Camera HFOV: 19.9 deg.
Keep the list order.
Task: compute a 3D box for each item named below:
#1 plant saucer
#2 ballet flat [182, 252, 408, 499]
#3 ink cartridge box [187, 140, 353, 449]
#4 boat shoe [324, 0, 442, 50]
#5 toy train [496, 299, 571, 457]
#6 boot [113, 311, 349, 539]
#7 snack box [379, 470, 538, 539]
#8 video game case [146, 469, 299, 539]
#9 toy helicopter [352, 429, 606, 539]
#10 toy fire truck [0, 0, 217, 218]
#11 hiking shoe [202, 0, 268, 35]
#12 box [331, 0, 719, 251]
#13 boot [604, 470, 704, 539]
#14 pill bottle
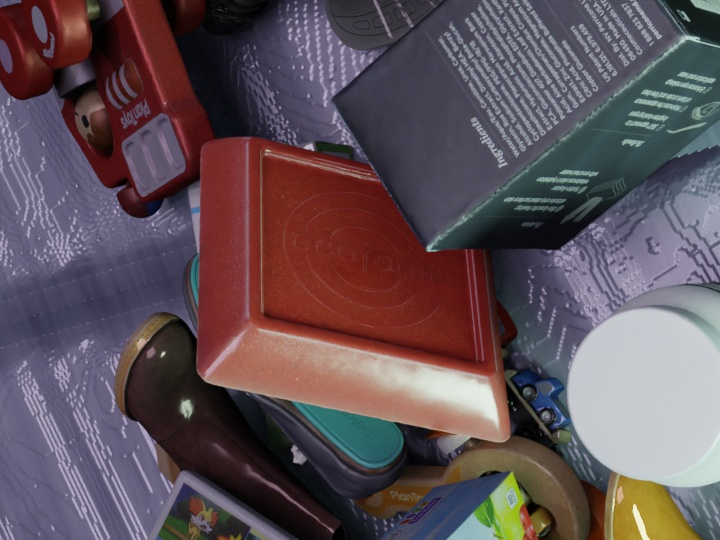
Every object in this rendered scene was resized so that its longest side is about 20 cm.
[{"bbox_3d":[0.000,0.000,1.261,0.201,0.199,0.037,-93,23,-43],"label":"plant saucer"},{"bbox_3d":[-0.048,0.072,1.327,0.200,0.073,0.073,46,110,18],"label":"ballet flat"},{"bbox_3d":[-0.048,0.020,1.397,0.103,0.059,0.201,-11,86,27],"label":"ink cartridge box"},{"bbox_3d":[0.063,-0.212,1.340,0.202,0.065,0.075,-38,76,27],"label":"boat shoe"},{"bbox_3d":[0.079,0.039,1.349,0.046,0.034,0.200,-39,74,11],"label":"toy train"},{"bbox_3d":[-0.075,0.122,1.356,0.166,0.200,0.072,31,63,25],"label":"boot"},{"bbox_3d":[0.065,0.246,1.198,0.067,0.169,0.201,-16,101,35],"label":"snack box"},{"bbox_3d":[-0.078,0.252,1.286,0.199,0.022,0.183,29,94,31],"label":"video game case"},{"bbox_3d":[0.060,0.137,1.320,0.199,0.079,0.133,0,124,45],"label":"toy helicopter"},{"bbox_3d":[-0.166,-0.123,1.401,0.200,0.112,0.169,-24,85,63],"label":"toy fire truck"},{"bbox_3d":[-0.071,-0.205,1.389,0.200,0.075,0.101,34,125,49],"label":"hiking shoe"},{"bbox_3d":[0.122,-0.113,1.231,0.200,0.196,0.118,-40,73,22],"label":"box"},{"bbox_3d":[0.233,0.192,1.217,0.143,0.071,0.202,0,126,34],"label":"boot"},{"bbox_3d":[0.198,0.065,1.193,0.115,0.200,0.117,0,91,27],"label":"pill bottle"}]
